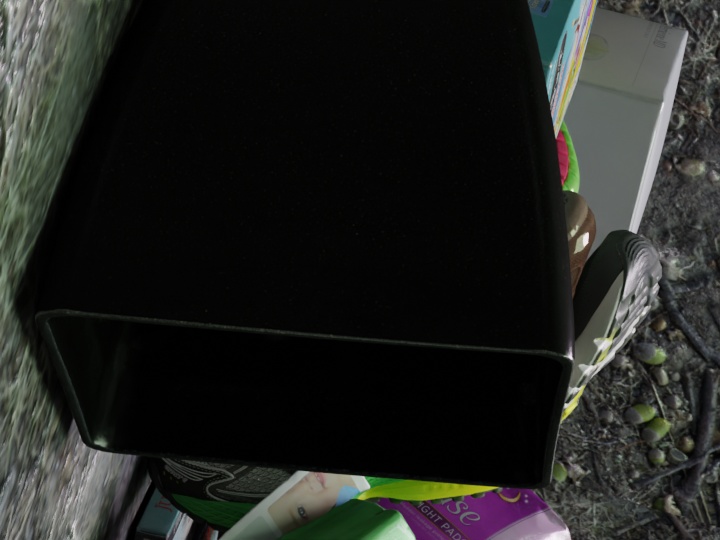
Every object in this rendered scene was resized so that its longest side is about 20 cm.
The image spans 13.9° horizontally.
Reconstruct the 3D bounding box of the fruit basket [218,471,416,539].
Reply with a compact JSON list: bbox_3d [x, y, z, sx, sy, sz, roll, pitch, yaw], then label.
[{"bbox_3d":[-0.035,0.212,1.419,0.200,0.094,0.185,-42,116,-29],"label":"fruit basket"}]

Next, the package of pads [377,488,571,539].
[{"bbox_3d":[0.008,0.167,1.594,0.200,0.120,0.076,-30,151,-37],"label":"package of pads"}]

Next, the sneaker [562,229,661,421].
[{"bbox_3d":[0.091,0.039,1.620,0.074,0.085,0.200,-41,169,-47],"label":"sneaker"}]

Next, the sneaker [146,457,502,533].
[{"bbox_3d":[-0.013,0.076,1.494,0.078,0.200,0.085,-125,-153,-54],"label":"sneaker"}]

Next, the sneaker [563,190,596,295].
[{"bbox_3d":[0.082,0.035,1.550,0.200,0.075,0.070,-50,-172,44],"label":"sneaker"}]

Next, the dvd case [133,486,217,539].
[{"bbox_3d":[-0.104,0.170,1.605,0.146,0.022,0.200,-67,169,-53],"label":"dvd case"}]

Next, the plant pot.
[{"bbox_3d":[-0.011,-0.028,1.187,0.200,0.200,0.178,87,9,-72],"label":"plant pot"}]

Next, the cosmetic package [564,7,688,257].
[{"bbox_3d":[0.096,-0.103,1.887,0.199,0.200,0.123,-59,164,-70],"label":"cosmetic package"}]

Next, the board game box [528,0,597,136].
[{"bbox_3d":[0.083,-0.105,1.475,0.200,0.047,0.151,-68,171,-48],"label":"board game box"}]

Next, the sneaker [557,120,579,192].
[{"bbox_3d":[0.077,-0.083,1.635,0.084,0.077,0.200,-56,-163,38],"label":"sneaker"}]

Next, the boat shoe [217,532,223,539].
[{"bbox_3d":[-0.059,0.179,1.821,0.072,0.068,0.200,12,95,-86],"label":"boat shoe"}]
